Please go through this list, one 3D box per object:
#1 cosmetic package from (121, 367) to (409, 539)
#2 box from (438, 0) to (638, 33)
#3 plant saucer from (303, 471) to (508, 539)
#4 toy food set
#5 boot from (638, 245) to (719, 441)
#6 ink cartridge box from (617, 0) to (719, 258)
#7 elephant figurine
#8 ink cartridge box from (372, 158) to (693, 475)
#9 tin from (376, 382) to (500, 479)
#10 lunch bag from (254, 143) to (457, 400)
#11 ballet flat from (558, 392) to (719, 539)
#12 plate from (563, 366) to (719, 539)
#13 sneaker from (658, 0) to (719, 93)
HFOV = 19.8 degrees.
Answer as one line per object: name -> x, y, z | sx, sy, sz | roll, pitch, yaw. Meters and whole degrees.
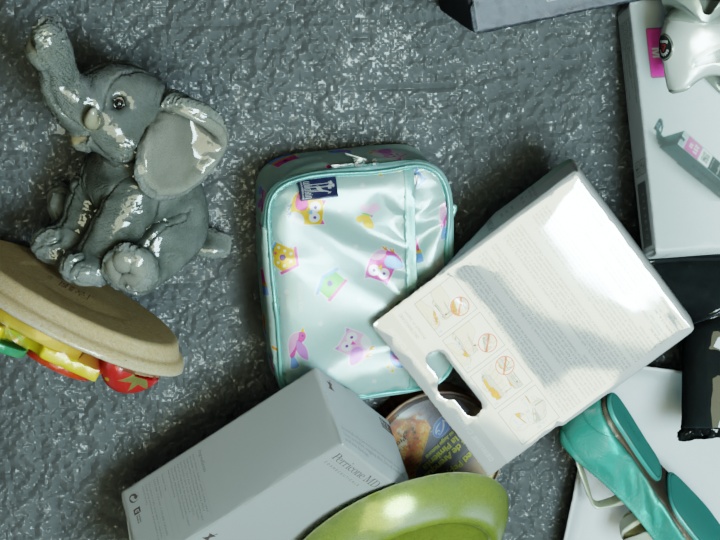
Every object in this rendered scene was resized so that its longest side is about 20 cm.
cosmetic package -> -0.073, 0.173, 1.608 | 0.199, 0.082, 0.113 | -33, 140, 18
box -> 0.150, -0.299, 1.539 | 0.198, 0.117, 0.198 | -12, 108, -8
plant saucer -> 0.033, 0.232, 1.642 | 0.199, 0.031, 0.201 | -18, 145, -13
toy food set -> -0.222, 0.034, 1.522 | 0.197, 0.200, 0.049 | 26, 98, -19
boot -> 0.270, 0.057, 1.669 | 0.197, 0.073, 0.164 | -4, 90, -14
ink cartridge box -> 0.299, -0.116, 1.623 | 0.172, 0.044, 0.202 | -5, 85, -8
elephant figurine -> -0.167, -0.093, 1.525 | 0.140, 0.155, 0.201 | 14, 113, 8
ink cartridge box -> 0.133, 0.037, 1.604 | 0.199, 0.050, 0.161 | -36, 102, 9
tin -> 0.028, 0.178, 1.696 | 0.200, 0.042, 0.112 | -43, 105, 4
lunch bag -> 0.000, 0.000, 1.617 | 0.159, 0.077, 0.202 | -6, 108, -8
ballet flat -> 0.230, 0.185, 1.696 | 0.070, 0.067, 0.200 | -31, 110, 25
plate -> 0.271, 0.176, 1.743 | 0.198, 0.032, 0.201 | 5, 105, -12
sneaker -> 0.318, -0.160, 1.583 | 0.198, 0.074, 0.089 | 3, 96, -14
